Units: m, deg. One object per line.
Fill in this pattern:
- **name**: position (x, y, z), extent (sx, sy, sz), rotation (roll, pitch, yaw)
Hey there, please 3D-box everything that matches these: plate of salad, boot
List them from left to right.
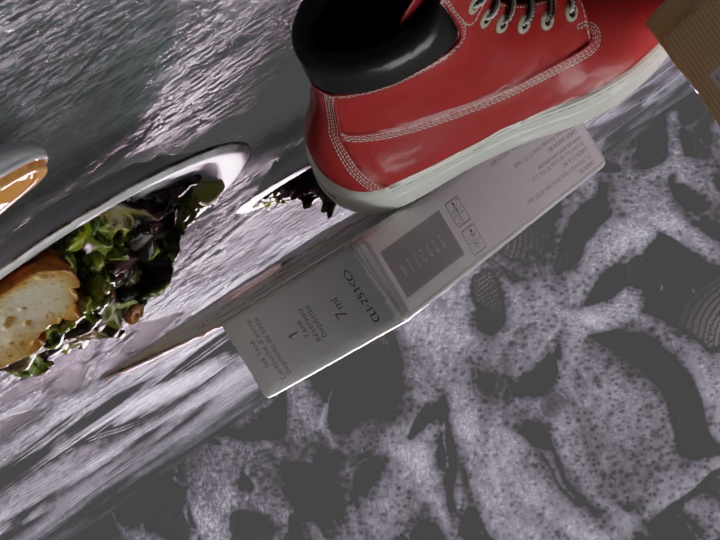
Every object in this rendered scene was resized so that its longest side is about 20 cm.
- **plate of salad**: position (-0.125, 0.011, 0.938), extent (0.199, 0.048, 0.200), rotation (-35, 175, -3)
- **plate of salad**: position (0.025, -0.069, 1.168), extent (0.199, 0.048, 0.200), rotation (-27, -179, 0)
- **boot**: position (0.063, -0.112, 0.871), extent (0.199, 0.073, 0.145), rotation (-32, 157, -11)

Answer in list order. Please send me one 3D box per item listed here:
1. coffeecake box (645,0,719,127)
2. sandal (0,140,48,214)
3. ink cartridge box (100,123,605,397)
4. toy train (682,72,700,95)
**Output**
- **coffeecake box**: position (0.237, -0.145, 0.889), extent (0.199, 0.073, 0.154), rotation (-29, 170, -39)
- **sandal**: position (-0.184, 0.033, 0.751), extent (0.206, 0.059, 0.079), rotation (-35, 175, 5)
- **ink cartridge box**: position (0.000, 0.000, 1.017), extent (0.176, 0.045, 0.200), rotation (-29, -176, 39)
- **toy train**: position (0.243, -0.123, 1.125), extent (0.115, 0.085, 0.200), rotation (-23, 167, 26)
